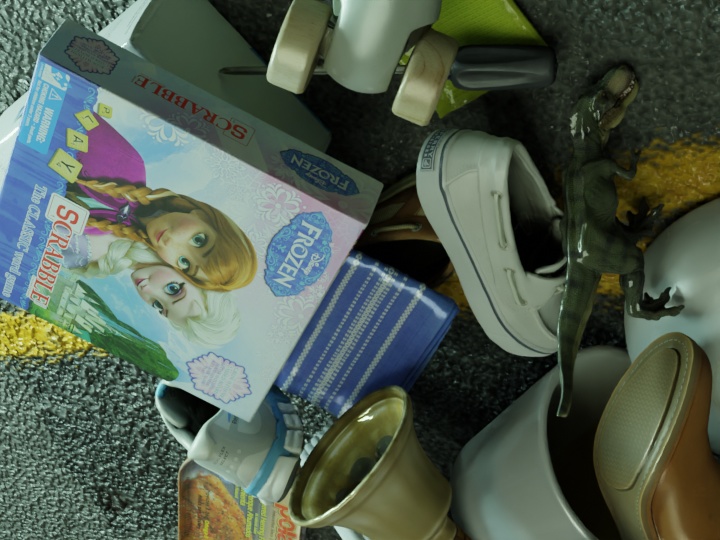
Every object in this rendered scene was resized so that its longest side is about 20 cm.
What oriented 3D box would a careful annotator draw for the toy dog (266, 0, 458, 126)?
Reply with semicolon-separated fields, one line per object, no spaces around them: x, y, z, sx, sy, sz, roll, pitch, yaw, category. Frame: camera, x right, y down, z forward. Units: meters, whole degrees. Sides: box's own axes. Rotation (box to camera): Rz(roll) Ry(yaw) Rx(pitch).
0.026;-0.172;0.679;0.132;0.096;0.200;37;111;-13;toy dog

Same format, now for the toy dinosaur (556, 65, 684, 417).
0.146;-0.012;0.753;0.088;0.202;0.047;13;170;-39;toy dinosaur

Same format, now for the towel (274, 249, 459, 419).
-0.051;0.026;0.826;0.199;0.024;0.145;25;135;-6;towel

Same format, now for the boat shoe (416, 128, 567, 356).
0.101;-0.012;0.785;0.065;0.072;0.200;5;142;34;boat shoe

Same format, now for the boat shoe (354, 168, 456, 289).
0.000;0.000;0.856;0.076;0.074;0.200;41;132;-16;boat shoe

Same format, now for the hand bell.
0.060;0.178;0.823;0.200;0.104;0.104;43;132;-16;hand bell

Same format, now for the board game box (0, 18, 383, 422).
-0.115;-0.020;0.769;0.198;0.041;0.200;26;134;-5;board game box

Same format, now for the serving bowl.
0.258;0.050;0.789;0.198;0.066;0.201;9;126;12;serving bowl

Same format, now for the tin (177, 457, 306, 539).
-0.099;0.210;1.114;0.111;0.042;0.201;19;135;10;tin

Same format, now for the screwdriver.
0.015;-0.119;0.752;0.198;0.029;0.028;4;129;15;screwdriver

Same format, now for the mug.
0.152;0.161;0.898;0.186;0.150;0.153;42;141;-9;mug

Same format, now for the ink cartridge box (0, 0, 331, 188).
-0.142;-0.074;0.840;0.199;0.086;0.146;-28;117;36;ink cartridge box

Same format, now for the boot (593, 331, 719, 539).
0.219;0.144;0.776;0.154;0.202;0.077;10;-179;-18;boot

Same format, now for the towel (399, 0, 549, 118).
0.018;-0.177;0.728;0.086;0.018;0.200;-24;119;37;towel

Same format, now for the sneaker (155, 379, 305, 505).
-0.104;0.082;0.902;0.086;0.200;0.075;22;101;-25;sneaker

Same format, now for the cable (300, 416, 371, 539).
0.026;0.196;0.957;0.069;0.200;0.201;-35;110;-6;cable
